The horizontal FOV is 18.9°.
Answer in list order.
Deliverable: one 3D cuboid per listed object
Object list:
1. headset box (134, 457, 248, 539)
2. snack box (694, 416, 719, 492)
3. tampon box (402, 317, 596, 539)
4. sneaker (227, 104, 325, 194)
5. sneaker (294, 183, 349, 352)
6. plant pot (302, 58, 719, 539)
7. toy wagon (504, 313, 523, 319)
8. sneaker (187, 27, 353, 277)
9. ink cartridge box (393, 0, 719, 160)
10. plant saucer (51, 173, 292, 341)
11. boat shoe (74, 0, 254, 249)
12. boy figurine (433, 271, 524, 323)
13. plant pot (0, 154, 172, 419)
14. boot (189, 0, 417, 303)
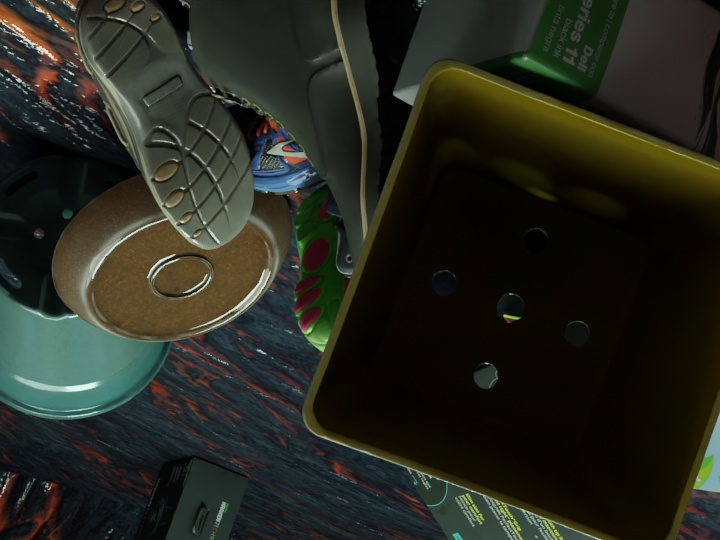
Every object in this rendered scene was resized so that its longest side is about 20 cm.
[{"bbox_3d":[-0.256,0.377,3.199,0.092,0.175,0.200,23,165,-16],"label":"headset box"},{"bbox_3d":[0.251,0.042,1.360,0.053,0.201,0.142,-23,-163,-38],"label":"snack box"},{"bbox_3d":[0.136,0.115,1.561,0.150,0.126,0.200,58,147,-3],"label":"tampon box"},{"bbox_3d":[-0.030,-0.102,1.449,0.199,0.076,0.078,-1,142,40],"label":"sneaker"},{"bbox_3d":[0.000,0.000,1.447,0.076,0.200,0.084,-14,127,22],"label":"sneaker"},{"bbox_3d":[0.091,0.019,1.170,0.199,0.201,0.176,20,179,-2],"label":"plant pot"},{"bbox_3d":[0.082,0.009,1.662,0.155,0.040,0.200,10,179,28],"label":"toy wagon"},{"bbox_3d":[-0.025,-0.075,1.346,0.202,0.147,0.077,15,-163,19],"label":"sneaker"},{"bbox_3d":[0.142,-0.098,1.187,0.199,0.083,0.146,26,165,-24],"label":"ink cartridge box"},{"bbox_3d":[-0.147,-0.005,1.740,0.199,0.035,0.201,-14,142,-11],"label":"plant saucer"},{"bbox_3d":[-0.132,-0.108,1.456,0.073,0.074,0.201,41,156,61],"label":"boat shoe"},{"bbox_3d":[0.050,-0.025,1.522,0.064,0.125,0.200,24,-163,-43],"label":"boy figurine"},{"bbox_3d":[-0.257,0.005,1.890,0.199,0.201,0.196,20,157,0],"label":"plant pot"},{"bbox_3d":[-0.031,-0.084,1.277,0.138,0.201,0.077,2,-167,30],"label":"boot"}]
